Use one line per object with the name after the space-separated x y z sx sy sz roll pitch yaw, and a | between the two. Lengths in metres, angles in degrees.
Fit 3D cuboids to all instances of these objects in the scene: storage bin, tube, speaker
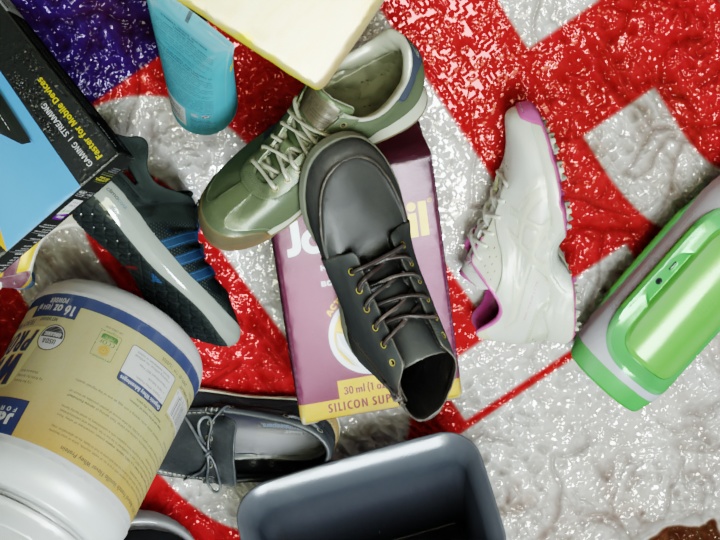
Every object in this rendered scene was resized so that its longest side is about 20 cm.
0.018 0.239 1.452 0.198 0.146 0.135 -16 149 -1 | storage bin
-0.116 -0.146 1.274 0.077 0.200 0.051 32 79 5 | tube
0.258 0.015 1.443 0.088 0.089 0.200 37 101 -18 | speaker

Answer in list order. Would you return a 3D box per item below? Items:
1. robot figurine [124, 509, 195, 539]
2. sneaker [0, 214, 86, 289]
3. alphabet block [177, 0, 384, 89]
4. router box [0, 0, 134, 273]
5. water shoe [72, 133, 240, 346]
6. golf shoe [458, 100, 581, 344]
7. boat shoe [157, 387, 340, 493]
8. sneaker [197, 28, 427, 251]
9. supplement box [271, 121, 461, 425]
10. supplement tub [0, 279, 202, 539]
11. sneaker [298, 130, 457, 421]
-0.172 0.276 1.416 0.124 0.200 0.151 7 118 -19 | robot figurine
-0.293 -0.009 1.364 0.199 0.075 0.090 -34 105 6 | sneaker
-0.056 -0.273 1.237 0.195 0.197 0.201 31 103 -15 | alphabet block
-0.280 -0.110 1.296 0.149 0.051 0.200 -40 83 5 | router box
-0.139 -0.021 1.380 0.079 0.071 0.200 -58 133 -23 | water shoe
0.119 -0.030 1.415 0.091 0.075 0.202 -8 110 -1 | golf shoe
-0.113 0.136 1.449 0.198 0.062 0.075 0 112 -6 | boat shoe
-0.035 -0.100 1.274 0.200 0.090 0.067 -37 70 -15 | sneaker
0.000 0.000 1.392 0.130 0.103 0.202 -10 110 -3 | supplement box
-0.216 0.123 1.339 0.144 0.144 0.201 36 59 -18 | supplement tub
0.021 0.003 1.262 0.074 0.106 0.201 -25 126 -11 | sneaker
